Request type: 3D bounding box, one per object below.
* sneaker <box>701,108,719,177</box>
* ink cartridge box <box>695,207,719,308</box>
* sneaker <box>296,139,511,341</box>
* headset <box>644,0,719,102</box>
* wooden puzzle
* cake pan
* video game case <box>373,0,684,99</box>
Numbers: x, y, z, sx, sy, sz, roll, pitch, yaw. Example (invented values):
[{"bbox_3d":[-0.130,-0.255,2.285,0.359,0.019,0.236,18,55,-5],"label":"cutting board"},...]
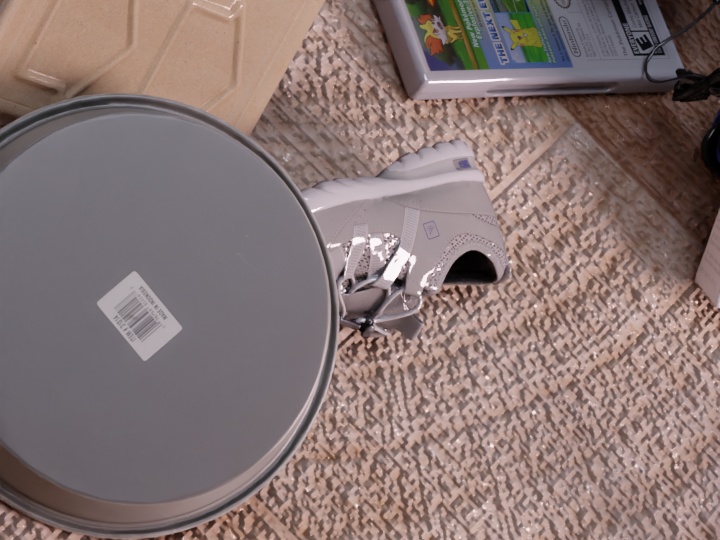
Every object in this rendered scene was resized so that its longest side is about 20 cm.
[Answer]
[{"bbox_3d":[0.246,-0.106,1.391,0.115,0.081,0.200,-1,62,-32],"label":"sneaker"},{"bbox_3d":[0.300,-0.061,1.324,0.197,0.201,0.043,10,22,-23],"label":"ink cartridge box"},{"bbox_3d":[0.000,0.000,1.185,0.200,0.075,0.082,-25,79,-36],"label":"sneaker"},{"bbox_3d":[0.192,-0.193,1.358,0.123,0.094,0.201,5,88,-22],"label":"headset"},{"bbox_3d":[-0.088,-0.144,1.138,0.046,0.186,0.200,39,14,34],"label":"wooden puzzle"},{"bbox_3d":[-0.100,0.018,1.086,0.199,0.037,0.201,2,85,-17],"label":"cake pan"},{"bbox_3d":[0.076,-0.187,1.386,0.182,0.022,0.201,-4,63,-32],"label":"video game case"}]
